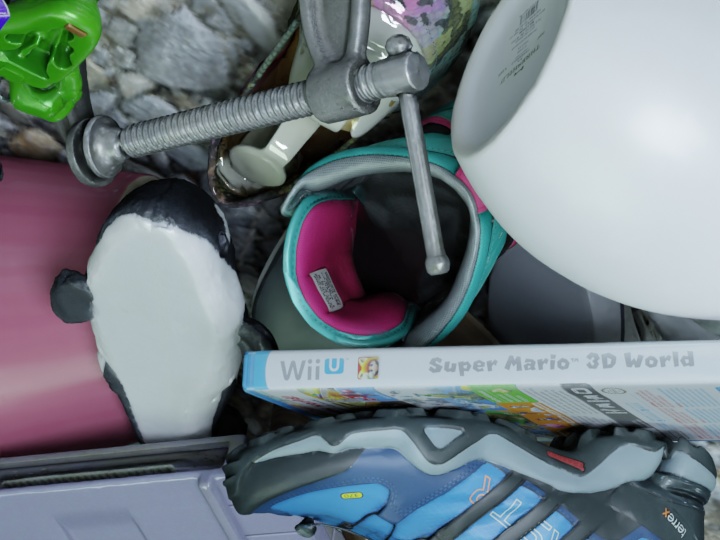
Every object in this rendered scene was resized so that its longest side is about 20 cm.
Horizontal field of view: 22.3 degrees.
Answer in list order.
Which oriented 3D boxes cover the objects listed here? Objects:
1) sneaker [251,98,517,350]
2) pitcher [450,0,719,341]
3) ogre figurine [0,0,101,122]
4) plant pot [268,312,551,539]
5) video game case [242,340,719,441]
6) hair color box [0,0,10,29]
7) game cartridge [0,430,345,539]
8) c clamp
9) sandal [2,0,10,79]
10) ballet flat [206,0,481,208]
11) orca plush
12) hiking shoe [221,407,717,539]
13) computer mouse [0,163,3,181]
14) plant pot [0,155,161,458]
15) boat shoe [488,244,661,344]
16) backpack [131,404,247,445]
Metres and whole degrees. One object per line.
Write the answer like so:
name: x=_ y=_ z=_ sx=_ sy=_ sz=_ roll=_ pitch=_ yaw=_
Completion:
sneaker: x=0.000 y=0.000 z=0.741 sx=0.084 sy=0.121 sz=0.200 roll=52 pitch=128 yaw=2
pitcher: x=0.125 y=-0.023 z=0.665 sx=0.200 sy=0.121 sz=0.172 roll=25 pitch=142 yaw=-18
ogre figurine: x=-0.105 y=-0.145 z=0.636 sx=0.098 sy=0.120 sz=0.200 roll=4 pitch=154 yaw=18
plant pot: x=0.019 y=0.100 z=0.881 sx=0.201 sy=0.093 sz=0.201 roll=44 pitch=156 yaw=25
video game case: x=0.073 y=0.049 z=0.712 sx=0.200 sy=0.018 sz=0.143 roll=-3 pitch=167 yaw=21
hair color box: x=-0.197 y=-0.120 z=0.557 sx=0.109 sy=0.065 sz=0.200 roll=-44 pitch=66 yaw=33
game cartridge: x=-0.105 y=0.135 z=0.849 sx=0.200 sy=0.038 sz=0.130 roll=-8 pitch=126 yaw=20
c clamp: x=-0.057 y=-0.080 z=0.689 sx=0.200 sy=0.171 sz=0.027 roll=-2 pitch=180 yaw=38
sandal: x=-0.167 y=-0.135 z=0.777 sx=0.075 sy=0.048 sz=0.201 roll=24 pitch=149 yaw=2
ballet flat: x=-0.013 y=-0.075 z=0.733 sx=0.069 sy=0.071 sz=0.200 roll=36 pitch=148 yaw=-7
orca plush: x=-0.068 y=0.024 z=0.810 sx=0.105 sy=0.071 sz=0.200 roll=5 pitch=136 yaw=25
hiking shoe: x=0.045 y=0.102 z=0.709 sx=0.200 sy=0.087 sz=0.074 roll=5 pitch=167 yaw=-9
computer mouse: x=-0.192 y=-0.098 z=0.679 sx=0.139 sy=0.053 sz=0.200 roll=61 pitch=171 yaw=6
plant pot: x=-0.181 y=0.023 z=0.911 sx=0.179 sy=0.200 sz=0.200 roll=-4 pitch=142 yaw=16
boat shoe: x=0.105 y=0.038 z=0.825 sx=0.072 sy=0.066 sz=0.200 roll=45 pitch=158 yaw=34
backpack: x=-0.171 y=0.145 z=1.047 sx=0.167 sy=0.200 sz=0.127 roll=21 pitch=169 yaw=12
